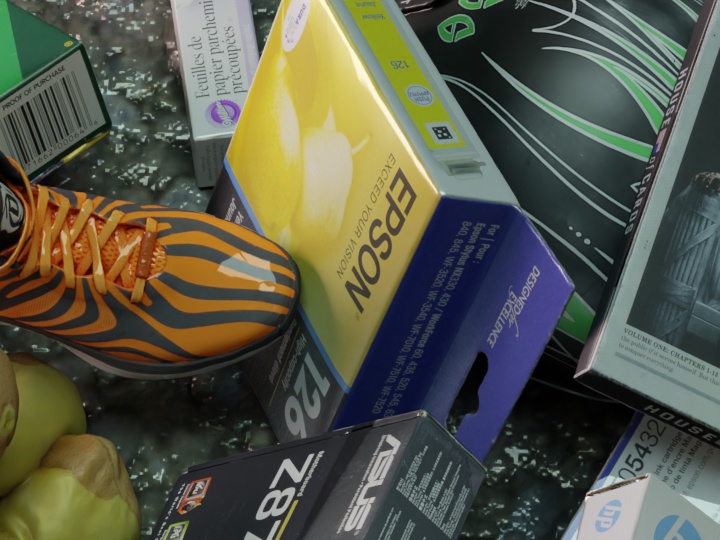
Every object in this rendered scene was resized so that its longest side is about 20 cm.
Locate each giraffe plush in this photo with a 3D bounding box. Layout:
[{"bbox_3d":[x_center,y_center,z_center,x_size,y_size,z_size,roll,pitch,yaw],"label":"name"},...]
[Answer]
[{"bbox_3d":[-0.197,0.082,1.253,0.172,0.162,0.200,20,56,15],"label":"giraffe plush"}]

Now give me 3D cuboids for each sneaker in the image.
[{"bbox_3d":[-0.127,-0.007,1.260,0.200,0.112,0.078,6,75,6],"label":"sneaker"}]

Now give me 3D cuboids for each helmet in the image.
[{"bbox_3d":[0.106,-0.042,1.332,0.191,0.200,0.200,21,55,36],"label":"helmet"}]

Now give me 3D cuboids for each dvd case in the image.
[{"bbox_3d":[0.186,-0.014,1.234,0.150,0.025,0.200,25,69,-11],"label":"dvd case"}]

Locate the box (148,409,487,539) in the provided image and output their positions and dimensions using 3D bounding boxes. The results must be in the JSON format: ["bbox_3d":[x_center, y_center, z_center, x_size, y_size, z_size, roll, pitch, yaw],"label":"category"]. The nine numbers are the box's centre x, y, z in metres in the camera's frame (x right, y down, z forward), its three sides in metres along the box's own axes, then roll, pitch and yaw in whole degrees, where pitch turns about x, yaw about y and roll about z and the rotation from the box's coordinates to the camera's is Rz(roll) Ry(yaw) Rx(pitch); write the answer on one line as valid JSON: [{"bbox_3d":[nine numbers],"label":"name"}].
[{"bbox_3d":[-0.048,0.159,1.209,0.161,0.049,0.200,-15,40,46],"label":"box"}]

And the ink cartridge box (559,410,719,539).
[{"bbox_3d":[0.162,0.172,1.215,0.200,0.043,0.197,30,71,10],"label":"ink cartridge box"}]

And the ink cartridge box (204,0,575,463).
[{"bbox_3d":[0.000,0.000,1.287,0.047,0.198,0.200,-5,50,-29],"label":"ink cartridge box"}]

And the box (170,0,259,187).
[{"bbox_3d":[-0.075,-0.132,1.483,0.039,0.041,0.200,-8,53,-4],"label":"box"}]

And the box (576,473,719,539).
[{"bbox_3d":[0.126,0.201,1.098,0.156,0.041,0.200,37,52,-25],"label":"box"}]

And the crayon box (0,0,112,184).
[{"bbox_3d":[-0.248,-0.064,1.397,0.200,0.058,0.172,-36,43,-23],"label":"crayon box"}]
